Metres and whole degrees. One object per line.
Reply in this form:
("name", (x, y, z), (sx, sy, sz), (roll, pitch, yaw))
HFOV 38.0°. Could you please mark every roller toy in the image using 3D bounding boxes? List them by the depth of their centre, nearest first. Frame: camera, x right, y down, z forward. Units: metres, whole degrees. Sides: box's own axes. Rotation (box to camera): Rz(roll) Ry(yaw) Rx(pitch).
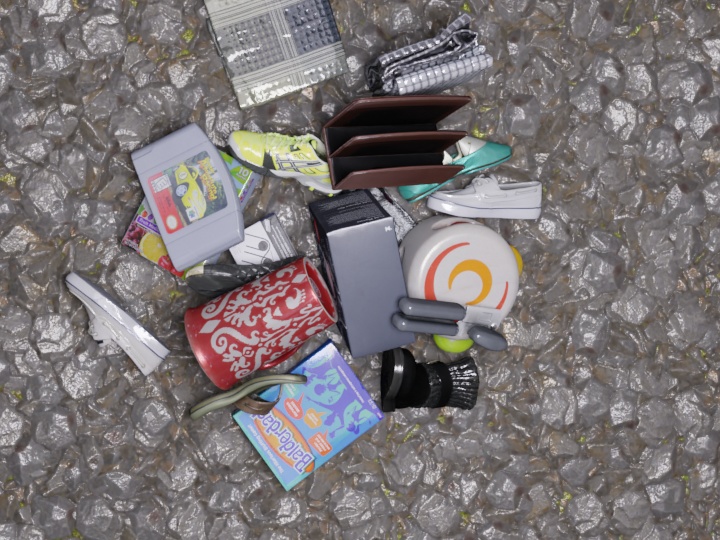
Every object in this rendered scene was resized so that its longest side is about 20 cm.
("roller toy", (0.149, 0.005, 1.654), (0.200, 0.140, 0.182), (-46, 107, 0))

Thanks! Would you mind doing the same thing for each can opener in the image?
("can opener", (0.138, 0.076, 1.542), (0.198, 0.066, 0.053), (11, 111, -32))

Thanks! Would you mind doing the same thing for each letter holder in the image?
("letter holder", (0.064, -0.192, 1.552), (0.197, 0.142, 0.102), (-6, 80, -26))

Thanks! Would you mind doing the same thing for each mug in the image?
("mug", (-0.140, 0.072, 1.570), (0.198, 0.177, 0.135), (-28, 85, 10))

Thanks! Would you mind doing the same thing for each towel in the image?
("towel", (0.096, -0.316, 1.605), (0.163, 0.200, 0.087), (-20, 93, -6))
("towel", (-0.135, -0.375, 1.666), (0.197, 0.035, 0.195), (-20, 97, -7))

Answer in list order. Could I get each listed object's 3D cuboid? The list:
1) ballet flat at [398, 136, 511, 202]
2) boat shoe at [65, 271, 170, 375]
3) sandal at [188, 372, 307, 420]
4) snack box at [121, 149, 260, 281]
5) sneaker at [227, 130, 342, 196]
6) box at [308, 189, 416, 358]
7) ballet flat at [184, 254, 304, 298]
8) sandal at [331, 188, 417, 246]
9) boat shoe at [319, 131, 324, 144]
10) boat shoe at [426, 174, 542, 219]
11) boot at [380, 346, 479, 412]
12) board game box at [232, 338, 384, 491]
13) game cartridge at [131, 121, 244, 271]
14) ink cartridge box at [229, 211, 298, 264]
("ballet flat", (0.148, -0.178, 1.680), (0.198, 0.067, 0.071), (-24, 106, -3))
("boat shoe", (-0.393, 0.087, 1.636), (0.200, 0.071, 0.070), (43, 85, -13))
("sandal", (-0.170, 0.203, 1.623), (0.199, 0.080, 0.058), (-22, 80, 12))
("snack box", (-0.264, -0.096, 1.630), (0.141, 0.053, 0.202), (28, 89, 11))
("sneaker", (-0.106, -0.184, 1.604), (0.197, 0.076, 0.077), (15, 133, -17))
("box", (0.000, 0.000, 1.592), (0.103, 0.182, 0.203), (-15, 109, -8))
("ballet flat", (-0.173, 0.008, 1.607), (0.197, 0.067, 0.057), (0, 55, -21))
("sandal", (0.017, -0.115, 1.680), (0.200, 0.048, 0.076), (40, 87, -6))
("boat shoe", (0.031, -0.213, 1.658), (0.197, 0.063, 0.074), (-16, 72, -11))
("boat shoe", (0.201, -0.123, 1.682), (0.197, 0.074, 0.066), (0, 106, -22))
("boot", (0.111, 0.167, 1.633), (0.155, 0.211, 0.081), (-1, 71, -2))
("board game box", (-0.084, 0.232, 1.686), (0.199, 0.045, 0.153), (-37, 96, -2))
("game cartridge", (-0.256, -0.117, 1.586), (0.132, 0.041, 0.202), (-25, 80, 3))
("ink cartridge box", (-0.129, 0.018, 1.671), (0.093, 0.044, 0.202), (-28, 95, -3))
